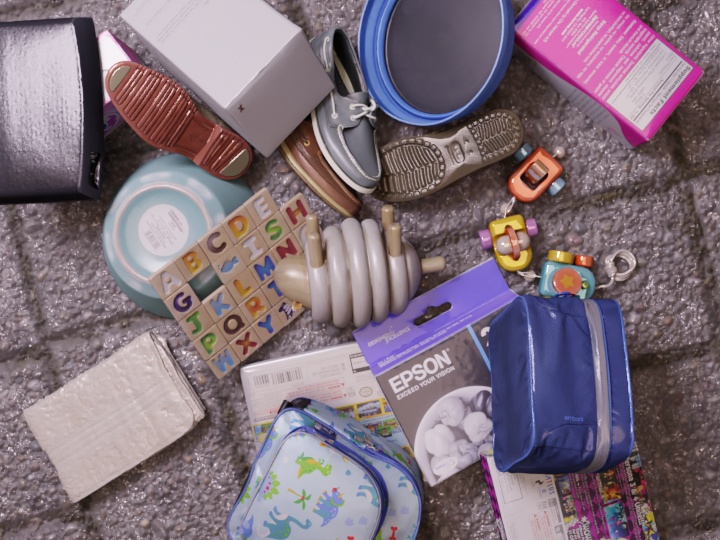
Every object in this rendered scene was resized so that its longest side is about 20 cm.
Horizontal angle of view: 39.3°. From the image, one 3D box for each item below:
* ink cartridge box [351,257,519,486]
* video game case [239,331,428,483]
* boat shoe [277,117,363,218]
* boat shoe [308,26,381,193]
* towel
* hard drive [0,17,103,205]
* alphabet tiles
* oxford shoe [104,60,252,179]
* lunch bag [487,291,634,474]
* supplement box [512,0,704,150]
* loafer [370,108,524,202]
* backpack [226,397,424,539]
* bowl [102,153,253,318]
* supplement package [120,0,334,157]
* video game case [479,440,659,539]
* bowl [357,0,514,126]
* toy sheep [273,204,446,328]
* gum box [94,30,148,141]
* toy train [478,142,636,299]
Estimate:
[{"bbox_3d":[0.120,0.115,1.175,0.197,0.043,0.201,-28,88,-5],"label":"ink cartridge box"},{"bbox_3d":[-0.030,0.183,1.207,0.198,0.023,0.183,-12,90,2],"label":"video game case"},{"bbox_3d":[-0.061,-0.148,1.178,0.067,0.072,0.200,-40,86,5],"label":"boat shoe"},{"bbox_3d":[-0.015,-0.186,1.153,0.062,0.073,0.201,-33,69,38],"label":"boat shoe"},{"bbox_3d":[-0.296,0.174,1.216,0.199,0.034,0.133,-31,88,4],"label":"towel"},{"bbox_3d":[-0.350,-0.174,1.094,0.134,0.042,0.202,-2,90,3],"label":"hard drive"},{"bbox_3d":[-0.123,0.008,1.158,0.200,0.008,0.168,-39,127,-14],"label":"alphabet tiles"},{"bbox_3d":[-0.212,-0.173,1.139,0.071,0.074,0.200,-47,130,5],"label":"oxford shoe"},{"bbox_3d":[0.220,0.118,1.085,0.131,0.136,0.202,5,70,-11],"label":"lunch bag"},{"bbox_3d":[0.270,-0.240,1.144,0.200,0.101,0.104,41,93,1],"label":"supplement box"},{"bbox_3d":[0.100,-0.128,1.175,0.199,0.067,0.077,-15,85,19],"label":"loafer"},{"bbox_3d":[-0.032,0.262,1.124,0.199,0.147,0.184,26,94,-1],"label":"backpack"},{"bbox_3d":[-0.218,-0.040,1.173,0.199,0.105,0.203,0,92,3],"label":"bowl"},{"bbox_3d":[-0.147,-0.243,1.120,0.117,0.117,0.200,-46,63,-4],"label":"supplement package"},{"bbox_3d":[0.245,0.279,1.158,0.180,0.036,0.202,-16,95,-10],"label":"video game case"},{"bbox_3d":[0.085,-0.262,1.137,0.200,0.039,0.202,1,91,38],"label":"bowl"},{"bbox_3d":[0.000,0.000,1.150,0.198,0.138,0.139,-4,91,-2],"label":"toy sheep"},{"bbox_3d":[-0.334,-0.180,1.172,0.200,0.114,0.066,-39,88,3],"label":"gum box"},{"bbox_3d":[0.225,-0.045,1.170,0.150,0.056,0.200,-41,88,1],"label":"toy train"}]
